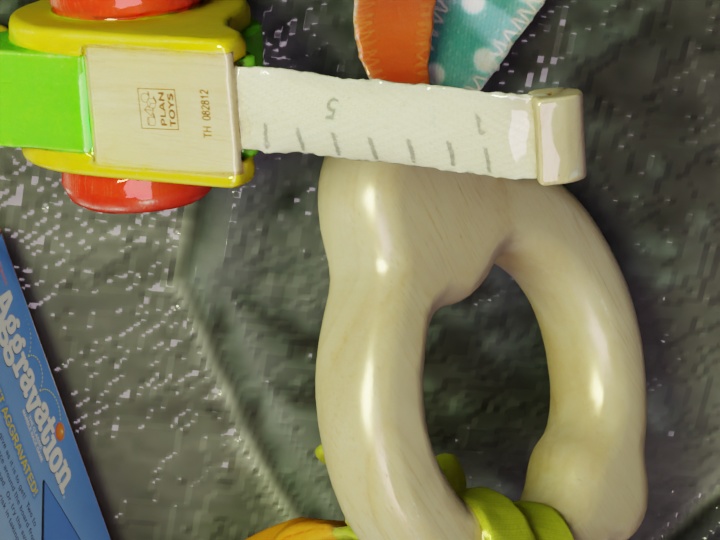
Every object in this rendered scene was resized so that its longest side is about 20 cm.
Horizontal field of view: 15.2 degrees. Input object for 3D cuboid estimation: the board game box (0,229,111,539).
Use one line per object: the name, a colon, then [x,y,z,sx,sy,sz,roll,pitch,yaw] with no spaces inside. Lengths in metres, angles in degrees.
board game box: [-0.101,0.099,0.779,0.019,0.103,0.201,-2,122,23]

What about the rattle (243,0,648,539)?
rattle: [0.000,0.000,0.777,0.130,0.143,0.201,-28,106,-28]

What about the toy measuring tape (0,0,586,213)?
toy measuring tape: [-0.026,-0.048,0.701,0.199,0.074,0.074,6,123,26]
